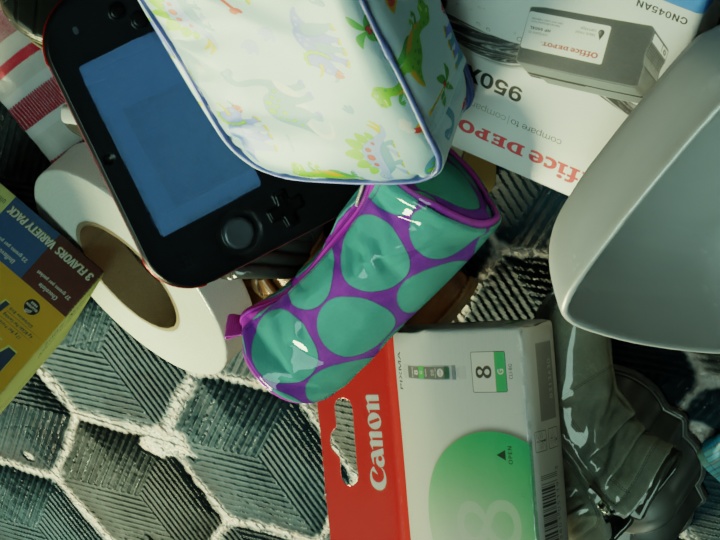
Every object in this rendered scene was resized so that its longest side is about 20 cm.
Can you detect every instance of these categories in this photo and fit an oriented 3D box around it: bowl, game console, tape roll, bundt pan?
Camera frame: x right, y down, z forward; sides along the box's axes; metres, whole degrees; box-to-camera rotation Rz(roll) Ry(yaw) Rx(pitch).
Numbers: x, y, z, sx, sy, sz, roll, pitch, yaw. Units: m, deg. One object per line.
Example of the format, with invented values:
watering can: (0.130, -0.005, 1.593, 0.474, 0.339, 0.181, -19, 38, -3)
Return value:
bowl: (0.207, -0.049, 0.864, 0.198, 0.075, 0.201, 10, 128, -37)
game console: (-0.090, -0.107, 0.991, 0.202, 0.175, 0.031, 66, 174, -15)
tape roll: (-0.163, -0.007, 1.173, 0.202, 0.037, 0.204, 35, 153, 21)
bundt pan: (0.147, 0.153, 1.139, 0.200, 0.076, 0.203, 18, 133, 20)

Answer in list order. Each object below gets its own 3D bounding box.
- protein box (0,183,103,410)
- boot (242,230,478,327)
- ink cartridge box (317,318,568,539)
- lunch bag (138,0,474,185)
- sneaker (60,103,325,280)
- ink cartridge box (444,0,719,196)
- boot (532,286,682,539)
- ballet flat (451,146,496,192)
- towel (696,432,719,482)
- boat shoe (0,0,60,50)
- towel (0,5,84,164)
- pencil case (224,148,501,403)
protein box: (-0.329, 0.056, 1.230, 0.135, 0.199, 0.200, 40, 155, -4)
boot: (-0.024, -0.001, 1.120, 0.199, 0.074, 0.155, -24, 108, 40)
ink cartridge box: (0.040, 0.118, 1.041, 0.198, 0.050, 0.163, -4, 92, 34)
lunch bag: (-0.036, -0.139, 0.865, 0.159, 0.083, 0.201, 2, 141, 31)
sneaker: (-0.113, -0.050, 1.050, 0.198, 0.071, 0.100, 15, 101, -6)
ink cartridge box: (0.127, -0.148, 0.891, 0.143, 0.084, 0.201, 25, 136, 13)
boot: (0.163, 0.085, 1.020, 0.130, 0.067, 0.201, 39, 113, 24)
ballet flat: (0.025, -0.116, 0.994, 0.068, 0.063, 0.201, -17, 116, 28)
towel: (0.340, 0.133, 1.039, 0.147, 0.022, 0.200, 45, 136, -9)
boat shoe: (-0.143, -0.150, 1.037, 0.199, 0.076, 0.074, 27, 170, -8)
towel: (-0.224, -0.120, 1.157, 0.200, 0.023, 0.144, 51, 150, -14)
pencil case: (0.000, 0.000, 0.996, 0.092, 0.086, 0.200, 26, 128, -20)
